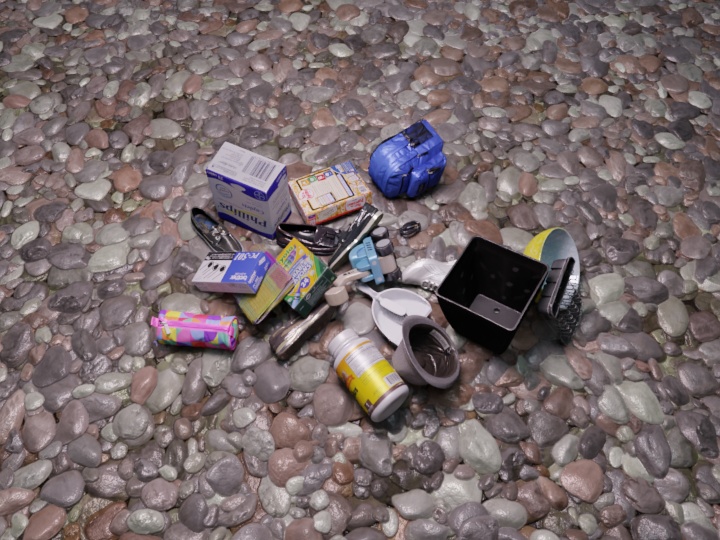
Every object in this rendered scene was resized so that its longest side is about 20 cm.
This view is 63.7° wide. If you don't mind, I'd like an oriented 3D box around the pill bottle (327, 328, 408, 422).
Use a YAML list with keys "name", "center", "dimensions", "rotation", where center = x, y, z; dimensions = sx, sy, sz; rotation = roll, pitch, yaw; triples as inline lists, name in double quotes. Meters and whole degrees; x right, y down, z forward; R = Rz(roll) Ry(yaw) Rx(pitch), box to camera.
- name: "pill bottle"
  center: [0.012, 0.232, 1.316]
  dimensions: [0.108, 0.110, 0.201]
  rotation: [-32, 64, -20]

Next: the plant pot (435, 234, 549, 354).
- name: "plant pot"
  center: [0.310, 0.075, 1.371]
  dimensions: [0.197, 0.180, 0.201]
  rotation: [24, 60, 27]

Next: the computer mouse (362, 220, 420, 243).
- name: "computer mouse"
  center: [0.074, -0.101, 1.573]
  dimensions: [0.194, 0.035, 0.059]
  rotation: [-10, 42, -14]

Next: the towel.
- name: "towel"
  center: [-0.249, 0.032, 1.416]
  dimensions: [0.144, 0.023, 0.200]
  rotation: [-48, 45, -1]

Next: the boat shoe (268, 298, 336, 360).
- name: "boat shoe"
  center: [-0.141, 0.124, 1.399]
  dimensions: [0.073, 0.075, 0.199]
  rotation: [39, 64, 20]

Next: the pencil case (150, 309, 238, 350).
- name: "pencil case"
  center: [-0.388, 0.141, 1.374]
  dimensions: [0.194, 0.089, 0.091]
  rotation: [4, 58, -1]

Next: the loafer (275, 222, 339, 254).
- name: "loafer"
  center: [-0.130, -0.090, 1.535]
  dimensions: [0.194, 0.064, 0.074]
  rotation: [5, 57, 1]

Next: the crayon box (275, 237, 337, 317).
- name: "crayon box"
  center: [-0.158, 0.007, 1.418]
  dimensions: [0.126, 0.052, 0.199]
  rotation: [-49, 45, -2]

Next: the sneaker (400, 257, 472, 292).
- name: "sneaker"
  center: [0.198, 0.020, 1.478]
  dimensions: [0.193, 0.075, 0.089]
  rotation: [-3, 63, -3]

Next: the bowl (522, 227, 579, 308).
- name: "bowl"
  center: [0.458, -0.002, 1.463]
  dimensions: [0.106, 0.201, 0.202]
  rotation: [-2, 45, 48]

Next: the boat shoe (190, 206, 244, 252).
- name: "boat shoe"
  center: [-0.384, -0.096, 1.534]
  dimensions: [0.198, 0.057, 0.069]
  rotation: [38, 64, 19]

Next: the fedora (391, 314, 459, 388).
- name: "fedora"
  center: [0.137, 0.198, 1.324]
  dimensions: [0.197, 0.090, 0.180]
  rotation: [2, 58, -48]

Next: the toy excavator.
- name: "toy excavator"
  center: [0.000, 0.000, 1.446]
  dimensions: [0.195, 0.102, 0.196]
  rotation: [-20, 30, 3]

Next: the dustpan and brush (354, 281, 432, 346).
- name: "dustpan and brush"
  center: [0.061, 0.083, 1.436]
  dimensions: [0.197, 0.058, 0.140]
  rotation: [27, 62, 36]

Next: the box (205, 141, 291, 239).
- name: "box"
  center: [-0.288, -0.205, 1.519]
  dimensions: [0.180, 0.202, 0.106]
  rotation: [22, 60, 12]

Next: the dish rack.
- name: "dish rack"
  center: [0.492, 0.082, 1.382]
  dimensions: [0.054, 0.200, 0.156]
  rotation: [6, 60, 47]

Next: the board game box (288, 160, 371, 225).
- name: "board game box"
  center: [-0.086, -0.217, 1.612]
  dimensions: [0.195, 0.047, 0.153]
  rotation: [-21, 52, -14]

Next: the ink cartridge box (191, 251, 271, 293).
- name: "ink cartridge box"
  center: [-0.319, 0.003, 1.430]
  dimensions: [0.195, 0.044, 0.096]
  rotation: [0, 53, 34]

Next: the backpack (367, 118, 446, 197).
- name: "backpack"
  center: [0.129, -0.298, 1.614]
  dimensions: [0.197, 0.164, 0.169]
  rotation: [-28, 66, -19]

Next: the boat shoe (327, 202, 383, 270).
- name: "boat shoe"
  center: [-0.027, -0.091, 1.498]
  dimensions: [0.066, 0.074, 0.200]
  rotation: [43, 102, 12]
